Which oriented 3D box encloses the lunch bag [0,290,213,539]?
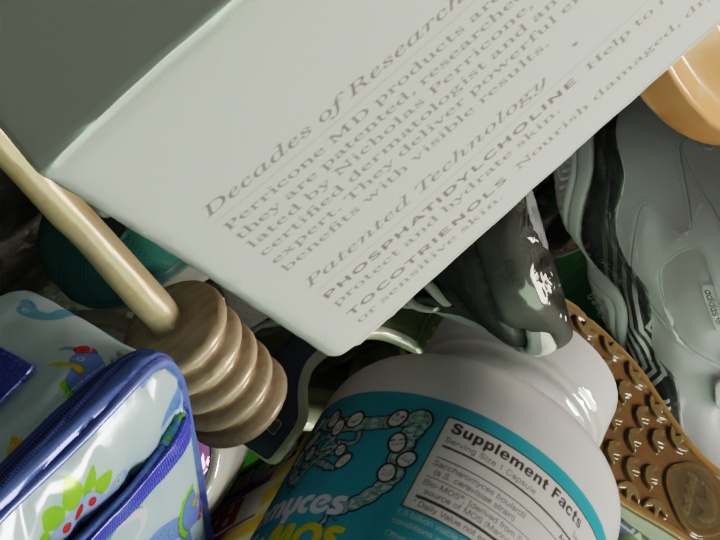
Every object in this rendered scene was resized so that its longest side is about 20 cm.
[{"bbox_3d":[-0.128,0.112,0.854,0.200,0.082,0.161,-45,147,-37],"label":"lunch bag"}]

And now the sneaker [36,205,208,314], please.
[{"bbox_3d":[-0.050,-0.064,0.887,0.080,0.072,0.200,17,129,-42],"label":"sneaker"}]

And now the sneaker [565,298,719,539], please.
[{"bbox_3d":[0.091,0.093,1.082,0.090,0.200,0.067,-35,-159,40],"label":"sneaker"}]

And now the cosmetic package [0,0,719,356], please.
[{"bbox_3d":[-0.022,-0.109,0.688,0.166,0.168,0.200,-41,158,5],"label":"cosmetic package"}]

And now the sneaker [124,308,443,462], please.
[{"bbox_3d":[0.002,0.026,1.083,0.200,0.090,0.067,-13,145,-50],"label":"sneaker"}]

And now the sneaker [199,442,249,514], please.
[{"bbox_3d":[-0.116,0.117,1.118,0.200,0.075,0.100,-39,173,16],"label":"sneaker"}]

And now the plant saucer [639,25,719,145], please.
[{"bbox_3d":[0.126,-0.139,0.883,0.200,0.032,0.201,-8,100,-55],"label":"plant saucer"}]

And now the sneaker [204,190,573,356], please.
[{"bbox_3d":[0.000,0.000,0.939,0.115,0.075,0.200,-18,-170,-2],"label":"sneaker"}]

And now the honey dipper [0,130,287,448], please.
[{"bbox_3d":[-0.084,-0.014,0.862,0.038,0.038,0.200,-39,133,-2],"label":"honey dipper"}]

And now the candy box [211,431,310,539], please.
[{"bbox_3d":[-0.091,0.138,1.141,0.200,0.026,0.102,-34,-161,26],"label":"candy box"}]

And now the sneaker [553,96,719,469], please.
[{"bbox_3d":[0.155,0.016,1.071,0.075,0.115,0.200,-47,122,-35],"label":"sneaker"}]

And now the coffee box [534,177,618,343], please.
[{"bbox_3d":[0.109,-0.016,1.186,0.200,0.044,0.123,-40,-164,-1],"label":"coffee box"}]

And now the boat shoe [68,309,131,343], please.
[{"bbox_3d":[-0.156,0.079,0.986,0.199,0.076,0.060,-24,157,-8],"label":"boat shoe"}]

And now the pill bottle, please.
[{"bbox_3d":[0.017,0.105,0.939,0.200,0.110,0.111,-60,173,-34],"label":"pill bottle"}]

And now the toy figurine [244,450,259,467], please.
[{"bbox_3d":[0.045,0.094,1.243,0.200,0.151,0.184,-18,-170,43],"label":"toy figurine"}]
